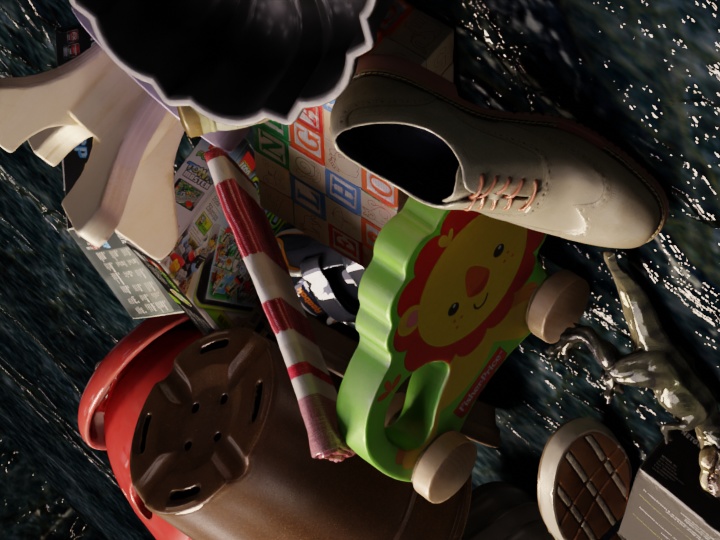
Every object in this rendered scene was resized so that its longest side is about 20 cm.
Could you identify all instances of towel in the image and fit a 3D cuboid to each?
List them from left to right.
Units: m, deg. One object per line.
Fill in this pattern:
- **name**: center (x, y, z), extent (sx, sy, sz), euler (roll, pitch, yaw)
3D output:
- **towel**: center (-0.051, 0.027, 1.367), extent (0.144, 0.023, 0.201), euler (56, -168, -82)

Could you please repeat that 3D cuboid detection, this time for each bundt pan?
- **bundt pan**: center (-0.065, -0.184, 1.156), extent (0.200, 0.076, 0.203), euler (15, 127, 20)
- **bundt pan**: center (0.147, 0.248, 1.713), extent (0.202, 0.076, 0.202), euler (48, 174, 7)

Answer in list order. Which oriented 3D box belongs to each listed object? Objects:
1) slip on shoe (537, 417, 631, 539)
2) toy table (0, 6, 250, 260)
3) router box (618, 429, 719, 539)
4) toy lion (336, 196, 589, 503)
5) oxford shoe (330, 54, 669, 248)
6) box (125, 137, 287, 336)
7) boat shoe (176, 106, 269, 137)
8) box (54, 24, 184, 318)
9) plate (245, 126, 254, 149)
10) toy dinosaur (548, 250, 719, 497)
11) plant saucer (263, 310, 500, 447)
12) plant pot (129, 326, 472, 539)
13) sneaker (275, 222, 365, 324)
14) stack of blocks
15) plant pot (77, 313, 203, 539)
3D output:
- **slip on shoe**: center (0.162, 0.164, 1.560), extent (0.061, 0.076, 0.200), euler (44, 172, 39)
- **toy table**: center (-0.163, -0.099, 1.413), extent (0.184, 0.117, 0.200), euler (39, -173, -20)
- **router box**: center (0.267, 0.199, 1.429), extent (0.200, 0.051, 0.149), euler (39, 163, 15)
- **toy lion**: center (0.051, 0.027, 1.307), extent (0.068, 0.201, 0.192), euler (34, 178, 31)
- **oxford shoe**: center (0.073, -0.049, 1.185), extent (0.198, 0.074, 0.071), euler (19, 126, 0)
- **box**: center (-0.097, -0.016, 1.592), extent (0.035, 0.110, 0.200), euler (30, 168, 25)
- **boat shoe**: center (-0.092, -0.182, 1.271), extent (0.073, 0.063, 0.203), euler (93, 167, -82)
- **box**: center (-0.178, -0.072, 1.605), extent (0.200, 0.046, 0.160), euler (68, -165, -68)
- **plate**: center (-0.104, -0.149, 1.507), extent (0.200, 0.026, 0.201), euler (39, 160, 17)
- **toy dinosaur**: center (0.172, 0.057, 1.339), extent (0.088, 0.048, 0.201), euler (-2, 133, 46)
- **plant saucer**: center (0.021, 0.076, 1.613), extent (0.199, 0.030, 0.200), euler (27, -178, -1)
- **plant pot**: center (-0.053, 0.152, 1.611), extent (0.198, 0.201, 0.200), euler (35, 170, -38)
- **sneaker**: center (0.000, 0.000, 1.528), extent (0.079, 0.079, 0.199), euler (53, 158, -23)
- **stack of blocks**: center (-0.006, -0.091, 1.322), extent (0.115, 0.059, 0.201), euler (32, 151, 20)
- **plant pot**: center (-0.142, 0.142, 1.956), extent (0.183, 0.200, 0.201), euler (45, 163, 21)
